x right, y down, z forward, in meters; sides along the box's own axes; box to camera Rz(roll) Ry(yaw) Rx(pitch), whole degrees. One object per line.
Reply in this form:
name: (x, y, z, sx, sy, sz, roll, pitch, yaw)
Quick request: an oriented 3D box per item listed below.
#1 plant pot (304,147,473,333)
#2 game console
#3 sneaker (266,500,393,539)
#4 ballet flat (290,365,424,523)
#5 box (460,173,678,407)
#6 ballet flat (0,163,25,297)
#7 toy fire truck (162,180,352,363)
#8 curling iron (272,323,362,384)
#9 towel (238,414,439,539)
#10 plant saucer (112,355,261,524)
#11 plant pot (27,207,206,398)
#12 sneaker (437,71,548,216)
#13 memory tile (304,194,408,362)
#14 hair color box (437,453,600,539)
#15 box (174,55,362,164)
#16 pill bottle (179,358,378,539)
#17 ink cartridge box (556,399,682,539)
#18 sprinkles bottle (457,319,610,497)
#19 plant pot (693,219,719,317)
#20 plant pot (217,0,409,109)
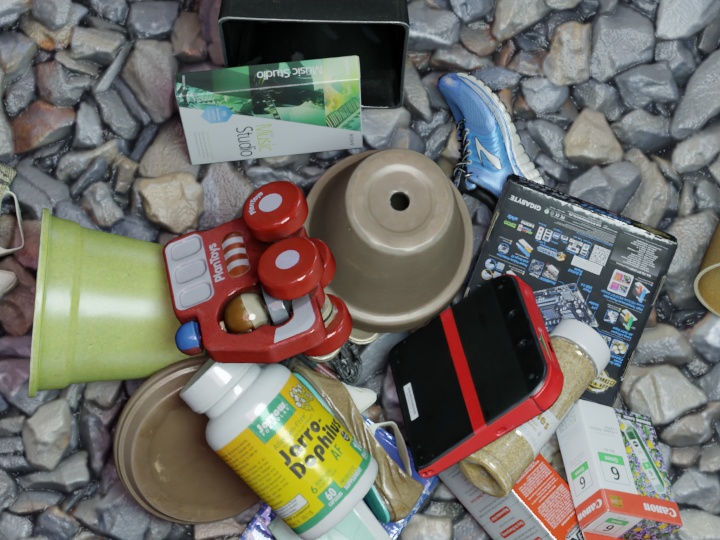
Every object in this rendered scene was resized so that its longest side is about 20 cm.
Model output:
plant pot: (0.034, -0.051, 1.688, 0.198, 0.175, 0.202, 2, 75, -6)
game console: (0.116, 0.105, 1.650, 0.176, 0.201, 0.031, -36, 124, 16)
sneaker: (-0.013, 0.320, 1.688, 0.118, 0.074, 0.201, -38, 73, -9)
ballet flat: (0.002, 0.175, 1.720, 0.072, 0.068, 0.201, -32, 81, -23)
box: (0.218, 0.023, 1.734, 0.198, 0.050, 0.200, 20, 105, 4)
ballet flat: (-0.409, -0.023, 1.761, 0.075, 0.068, 0.202, 8, 79, -16)
toy fire truck: (-0.109, 0.018, 1.583, 0.167, 0.113, 0.201, -22, 45, 5)
curling iron: (-0.082, 0.064, 1.769, 0.199, 0.026, 0.050, 32, 78, 3)
towel: (-0.024, 0.261, 1.743, 0.144, 0.024, 0.201, 35, 83, 5)
plant saucer: (-0.163, 0.186, 1.695, 0.198, 0.029, 0.202, -7, 113, -15)
plant pot: (-0.256, 0.041, 1.700, 0.182, 0.200, 0.203, 5, 82, -12)
sneaker: (0.134, -0.129, 1.773, 0.089, 0.079, 0.201, -28, 83, -7)
memory tile: (0.000, 0.000, 1.770, 0.199, 0.017, 0.154, -26, 79, -11)
hair color box: (0.158, 0.232, 1.704, 0.061, 0.102, 0.200, -37, 84, -32)
box: (-0.097, -0.173, 1.741, 0.198, 0.145, 0.037, -7, 64, -2)
pill bottle: (-0.085, 0.167, 1.617, 0.113, 0.113, 0.200, -44, 97, -6)
ink cartridge box: (0.277, 0.240, 1.670, 0.108, 0.050, 0.201, 15, 47, -31)
sprinkles bottle: (0.180, 0.142, 1.652, 0.068, 0.068, 0.200, 39, 64, 4)
plant pot: (0.475, -0.054, 1.728, 0.185, 0.187, 0.202, 18, 69, 2)
plant pot: (-0.047, -0.301, 1.747, 0.197, 0.200, 0.179, 2, 69, 0)
